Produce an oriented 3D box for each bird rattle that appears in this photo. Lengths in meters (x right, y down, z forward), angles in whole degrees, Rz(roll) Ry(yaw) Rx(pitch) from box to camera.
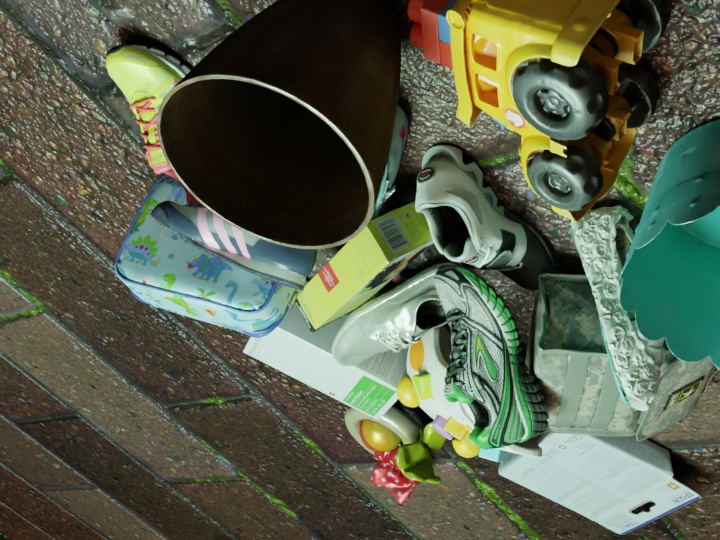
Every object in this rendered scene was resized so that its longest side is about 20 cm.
[{"bbox_3d":[0.050,0.240,1.444,0.163,0.113,0.200,42,157,-4],"label":"bird rattle"}]

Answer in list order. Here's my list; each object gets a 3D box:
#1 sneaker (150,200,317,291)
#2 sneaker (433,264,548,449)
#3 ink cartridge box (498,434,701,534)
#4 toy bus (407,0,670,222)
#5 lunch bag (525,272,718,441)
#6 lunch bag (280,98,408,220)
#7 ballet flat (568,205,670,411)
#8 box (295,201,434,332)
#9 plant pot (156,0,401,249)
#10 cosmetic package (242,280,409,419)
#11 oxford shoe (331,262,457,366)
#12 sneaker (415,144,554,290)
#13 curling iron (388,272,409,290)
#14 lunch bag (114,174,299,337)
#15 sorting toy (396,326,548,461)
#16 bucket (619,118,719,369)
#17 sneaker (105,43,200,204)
[{"bbox_3d":[-0.126,-0.048,1.045,0.200,0.082,0.070,23,179,24],"label":"sneaker"},{"bbox_3d":[0.119,0.088,1.021,0.200,0.085,0.078,68,165,-2],"label":"sneaker"},{"bbox_3d":[0.312,0.266,1.331,0.200,0.041,0.200,28,145,-5],"label":"ink cartridge box"},{"bbox_3d":[0.131,-0.160,0.815,0.192,0.136,0.200,23,151,26],"label":"toy bus"},{"bbox_3d":[0.278,0.096,1.059,0.200,0.118,0.164,3,143,5],"label":"lunch bag"},{"bbox_3d":[-0.054,-0.123,1.009,0.200,0.077,0.160,21,145,5],"label":"lunch bag"},{"bbox_3d":[0.250,0.028,0.944,0.072,0.200,0.072,-13,163,-4],"label":"ballet flat"},{"bbox_3d":[0.000,0.000,1.086,0.050,0.075,0.200,59,147,8],"label":"box"},{"bbox_3d":[-0.041,-0.153,0.852,0.187,0.200,0.187,17,144,13],"label":"plant pot"},{"bbox_3d":[-0.036,0.096,1.283,0.200,0.085,0.108,26,147,-4],"label":"cosmetic package"},{"bbox_3d":[0.043,0.063,1.156,0.200,0.058,0.075,-35,139,29],"label":"oxford shoe"},{"bbox_3d":[0.119,-0.028,1.022,0.200,0.089,0.074,42,141,-25],"label":"sneaker"},{"bbox_3d":[0.010,-0.012,1.159,0.050,0.026,0.200,-20,126,36],"label":"curling iron"},{"bbox_3d":[-0.158,-0.023,1.136,0.200,0.161,0.082,13,158,16],"label":"lunch bag"},{"bbox_3d":[0.133,0.156,1.152,0.200,0.107,0.180,43,176,-9],"label":"sorting toy"},{"bbox_3d":[0.330,-0.022,0.854,0.207,0.135,0.207,16,145,12],"label":"bucket"},{"bbox_3d":[-0.198,-0.147,1.056,0.078,0.090,0.200,-9,132,42],"label":"sneaker"}]
